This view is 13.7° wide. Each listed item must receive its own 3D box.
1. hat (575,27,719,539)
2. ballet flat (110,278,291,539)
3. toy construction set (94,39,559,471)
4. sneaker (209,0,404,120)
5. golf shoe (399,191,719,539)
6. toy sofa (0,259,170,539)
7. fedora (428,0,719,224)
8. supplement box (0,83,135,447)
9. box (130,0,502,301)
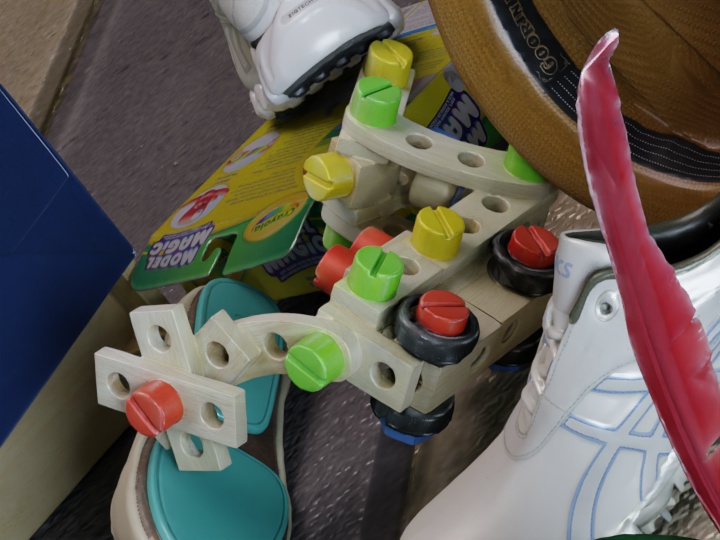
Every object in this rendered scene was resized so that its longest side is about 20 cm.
[{"bbox_3d":[0.061,0.086,0.748,0.166,0.176,0.200,-35,22,11],"label":"hat"},{"bbox_3d":[-0.061,0.078,1.130,0.069,0.069,0.200,-30,22,21],"label":"ballet flat"},{"bbox_3d":[0.000,0.000,1.081,0.131,0.092,0.200,31,52,20],"label":"toy construction set"},{"bbox_3d":[-0.029,-0.113,1.230,0.075,0.081,0.200,-36,0,-4],"label":"sneaker"},{"bbox_3d":[0.076,0.030,0.944,0.200,0.097,0.078,-38,24,8],"label":"golf shoe"},{"bbox_3d":[-0.165,0.075,1.258,0.200,0.083,0.098,-49,25,-22],"label":"toy sofa"},{"bbox_3d":[0.114,-0.106,1.033,0.200,0.201,0.082,-15,18,46],"label":"fedora"},{"bbox_3d":[-0.237,0.025,1.179,0.200,0.134,0.200,-9,37,44],"label":"supplement box"},{"bbox_3d":[-0.002,-0.048,1.257,0.117,0.048,0.200,-12,25,49],"label":"box"}]
